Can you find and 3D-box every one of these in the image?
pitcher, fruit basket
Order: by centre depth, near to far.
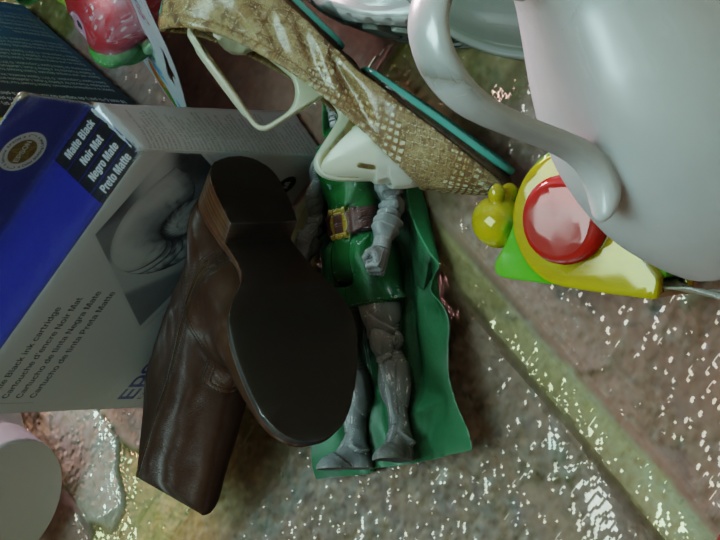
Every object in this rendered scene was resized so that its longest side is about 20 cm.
[{"bbox_3d":[0.109,-0.080,1.225,0.121,0.172,0.200,-5,126,50],"label":"pitcher"},{"bbox_3d":[-0.148,-0.165,1.522,0.094,0.185,0.200,-26,63,-4],"label":"fruit basket"}]

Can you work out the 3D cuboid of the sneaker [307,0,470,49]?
[{"bbox_3d":[0.060,-0.162,1.409,0.200,0.078,0.100,0,83,32],"label":"sneaker"}]

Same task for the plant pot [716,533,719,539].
[{"bbox_3d":[0.217,0.157,1.195,0.201,0.201,0.196,31,101,37],"label":"plant pot"}]

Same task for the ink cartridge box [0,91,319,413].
[{"bbox_3d":[-0.141,-0.004,1.488,0.200,0.200,0.041,-53,58,28],"label":"ink cartridge box"}]

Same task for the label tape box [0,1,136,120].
[{"bbox_3d":[-0.188,-0.076,1.565,0.200,0.144,0.063,41,115,33],"label":"label tape box"}]

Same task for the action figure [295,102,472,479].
[{"bbox_3d":[0.000,0.000,1.466,0.118,0.055,0.200,-14,76,43],"label":"action figure"}]

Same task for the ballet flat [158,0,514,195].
[{"bbox_3d":[-0.017,-0.084,1.424,0.200,0.071,0.065,38,89,3],"label":"ballet flat"}]

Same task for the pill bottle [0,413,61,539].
[{"bbox_3d":[-0.266,0.092,1.651,0.200,0.112,0.112,29,108,38],"label":"pill bottle"}]

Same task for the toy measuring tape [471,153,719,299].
[{"bbox_3d":[0.140,-0.022,1.338,0.200,0.074,0.074,8,95,31],"label":"toy measuring tape"}]

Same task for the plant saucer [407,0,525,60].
[{"bbox_3d":[0.071,-0.195,1.314,0.200,0.050,0.201,4,97,33],"label":"plant saucer"}]

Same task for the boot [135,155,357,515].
[{"bbox_3d":[-0.066,0.072,1.459,0.187,0.064,0.200,-104,27,-42],"label":"boot"}]
